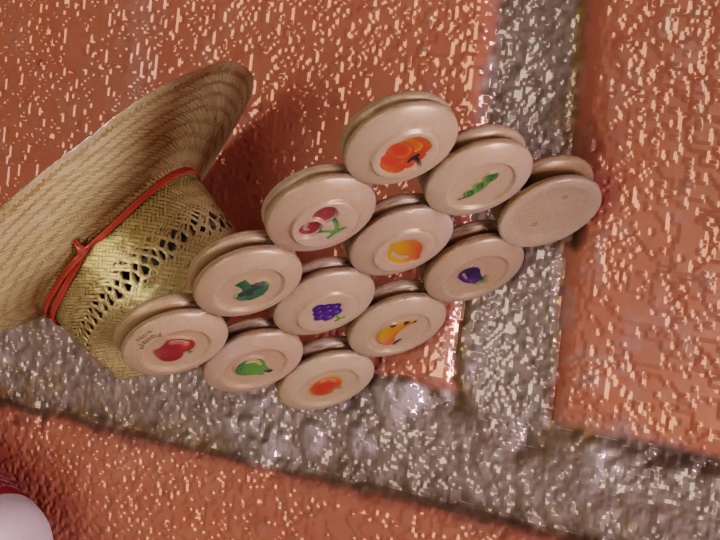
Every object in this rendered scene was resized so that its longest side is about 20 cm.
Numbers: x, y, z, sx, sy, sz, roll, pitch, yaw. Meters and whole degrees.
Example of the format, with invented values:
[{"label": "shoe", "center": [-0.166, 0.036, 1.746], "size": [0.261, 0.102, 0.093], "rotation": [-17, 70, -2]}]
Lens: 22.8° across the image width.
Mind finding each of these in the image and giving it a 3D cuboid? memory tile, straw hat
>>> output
[{"label": "memory tile", "center": [0.000, 0.000, 0.802], "size": [0.200, 0.153, 0.017], "rotation": [-40, 53, 28]}, {"label": "straw hat", "center": [-0.102, 0.000, 0.852], "size": [0.085, 0.201, 0.201], "rotation": [48, 115, 9]}]

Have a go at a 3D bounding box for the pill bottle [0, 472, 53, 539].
[{"label": "pill bottle", "center": [-0.242, 0.147, 0.978], "size": [0.199, 0.112, 0.113], "rotation": [35, 109, 26]}]
